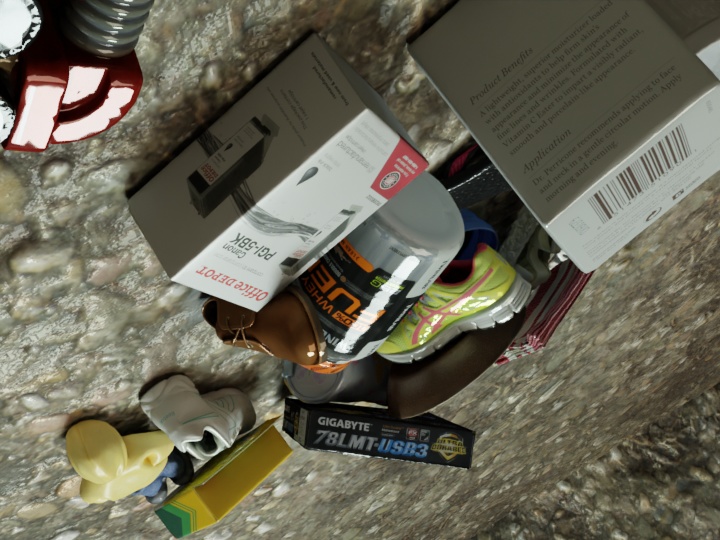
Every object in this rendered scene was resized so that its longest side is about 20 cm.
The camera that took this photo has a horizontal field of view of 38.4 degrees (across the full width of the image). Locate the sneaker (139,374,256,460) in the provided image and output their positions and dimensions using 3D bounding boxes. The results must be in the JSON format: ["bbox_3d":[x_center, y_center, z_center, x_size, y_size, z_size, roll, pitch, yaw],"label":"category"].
[{"bbox_3d":[-0.169,0.174,1.146,0.070,0.081,0.200,-40,157,10],"label":"sneaker"}]

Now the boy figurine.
[{"bbox_3d":[-0.258,0.212,1.120,0.124,0.065,0.200,-36,155,5],"label":"boy figurine"}]

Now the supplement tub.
[{"bbox_3d":[0.000,0.000,0.981,0.121,0.123,0.201,-8,145,-45],"label":"supplement tub"}]

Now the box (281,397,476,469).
[{"bbox_3d":[0.015,0.190,1.234,0.196,0.051,0.198,9,178,-11],"label":"box"}]

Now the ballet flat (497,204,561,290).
[{"bbox_3d":[0.203,-0.028,1.203,0.071,0.072,0.202,-11,131,-41],"label":"ballet flat"}]

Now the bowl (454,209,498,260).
[{"bbox_3d":[0.065,0.005,1.177,0.198,0.040,0.202,-28,156,-14],"label":"bowl"}]

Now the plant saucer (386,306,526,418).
[{"bbox_3d":[0.100,0.087,1.182,0.199,0.037,0.201,-38,-168,10],"label":"plant saucer"}]

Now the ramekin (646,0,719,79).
[{"bbox_3d":[0.292,-0.197,1.009,0.198,0.106,0.201,-28,156,-14],"label":"ramekin"}]

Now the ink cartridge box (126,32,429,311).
[{"bbox_3d":[-0.062,-0.068,0.822,0.199,0.083,0.146,-40,156,11],"label":"ink cartridge box"}]

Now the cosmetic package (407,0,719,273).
[{"bbox_3d":[0.175,-0.138,0.848,0.164,0.201,0.165,-38,155,11],"label":"cosmetic package"}]

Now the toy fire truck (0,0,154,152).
[{"bbox_3d":[-0.130,-0.160,0.549,0.197,0.130,0.177,-1,142,-35],"label":"toy fire truck"}]

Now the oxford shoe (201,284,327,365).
[{"bbox_3d":[-0.088,0.052,0.921,0.070,0.073,0.199,-18,-167,-25],"label":"oxford shoe"}]

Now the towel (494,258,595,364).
[{"bbox_3d":[0.208,0.037,1.174,0.145,0.023,0.200,-53,180,-14],"label":"towel"}]

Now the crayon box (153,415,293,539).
[{"bbox_3d":[-0.159,0.246,1.216,0.127,0.051,0.200,-39,180,-32],"label":"crayon box"}]

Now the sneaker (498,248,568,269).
[{"bbox_3d":[0.184,0.015,1.320,0.080,0.075,0.201,4,129,-43],"label":"sneaker"}]

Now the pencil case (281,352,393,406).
[{"bbox_3d":[-0.010,0.121,1.244,0.090,0.085,0.199,-23,162,27],"label":"pencil case"}]

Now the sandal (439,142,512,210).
[{"bbox_3d":[0.117,-0.102,1.052,0.197,0.046,0.075,-24,153,14],"label":"sandal"}]

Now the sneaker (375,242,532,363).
[{"bbox_3d":[0.083,0.029,1.123,0.198,0.091,0.079,-28,-158,28],"label":"sneaker"}]
